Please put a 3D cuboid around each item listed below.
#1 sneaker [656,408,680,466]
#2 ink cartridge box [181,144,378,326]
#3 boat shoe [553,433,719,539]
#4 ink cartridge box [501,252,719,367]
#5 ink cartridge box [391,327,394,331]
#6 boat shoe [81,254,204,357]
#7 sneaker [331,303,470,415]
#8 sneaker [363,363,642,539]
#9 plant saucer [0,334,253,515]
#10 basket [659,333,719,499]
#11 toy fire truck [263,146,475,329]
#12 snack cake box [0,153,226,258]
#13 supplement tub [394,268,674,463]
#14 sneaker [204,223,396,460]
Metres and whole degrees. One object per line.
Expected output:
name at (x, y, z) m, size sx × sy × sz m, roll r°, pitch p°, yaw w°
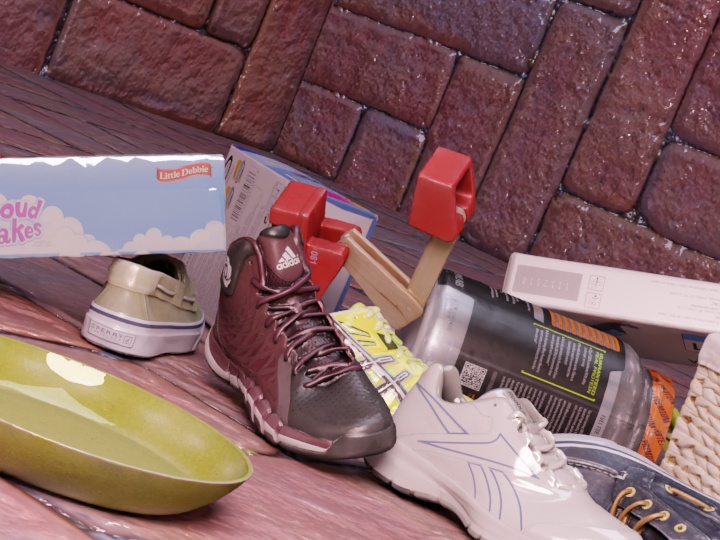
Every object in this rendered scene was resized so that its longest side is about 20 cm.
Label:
sneaker at (0.262, 0.153, 1.699) m, size 0.075 × 0.076 × 0.200 m, roll 24°, pitch 4°, yaw 32°
ink cartridge box at (-0.078, -0.017, 1.656) m, size 0.076 × 0.137 × 0.200 m, roll 22°, pitch 5°, yaw -28°
boat shoe at (0.180, 0.162, 1.304) m, size 0.200 × 0.071 × 0.091 m, roll 20°, pitch 11°, yaw 9°
ink cartridge box at (0.222, 0.047, 1.603) m, size 0.200 × 0.045 × 0.176 m, roll 9°, pitch -17°, yaw 17°
ink cartridge box at (0.115, 0.085, 1.718) m, size 0.200 × 0.088 × 0.145 m, roll 26°, pitch 6°, yaw 20°
boat shoe at (-0.141, 0.019, 1.435) m, size 0.072 × 0.062 × 0.200 m, roll 23°, pitch 5°, yaw 2°
sneaker at (0.008, 0.068, 1.414) m, size 0.200 × 0.076 × 0.075 m, roll 23°, pitch 5°, yaw 5°
sneaker at (0.089, 0.121, 1.250) m, size 0.200 × 0.087 × 0.074 m, roll 28°, pitch 5°, yaw 34°
plant saucer at (-0.151, 0.075, 1.018) m, size 0.200 × 0.031 × 0.200 m, roll 23°, pitch 6°, yaw -3°
basket at (0.333, 0.162, 1.446) m, size 0.200 × 0.161 × 0.198 m, roll 21°, pitch 5°, yaw -24°
toy fire truck at (0.000, 0.000, 1.463) m, size 0.141 × 0.200 × 0.049 m, roll 15°, pitch 33°, yaw 12°
snack cake box at (-0.196, -0.044, 1.379) m, size 0.200 × 0.067 × 0.115 m, roll -2°, pitch 5°, yaw -12°
supplement tub at (0.122, 0.087, 1.524) m, size 0.200 × 0.123 × 0.123 m, roll 22°, pitch 5°, yaw -7°
sneaker at (-0.043, 0.035, 1.293) m, size 0.076 × 0.116 × 0.200 m, roll -11°, pitch 25°, yaw -30°
